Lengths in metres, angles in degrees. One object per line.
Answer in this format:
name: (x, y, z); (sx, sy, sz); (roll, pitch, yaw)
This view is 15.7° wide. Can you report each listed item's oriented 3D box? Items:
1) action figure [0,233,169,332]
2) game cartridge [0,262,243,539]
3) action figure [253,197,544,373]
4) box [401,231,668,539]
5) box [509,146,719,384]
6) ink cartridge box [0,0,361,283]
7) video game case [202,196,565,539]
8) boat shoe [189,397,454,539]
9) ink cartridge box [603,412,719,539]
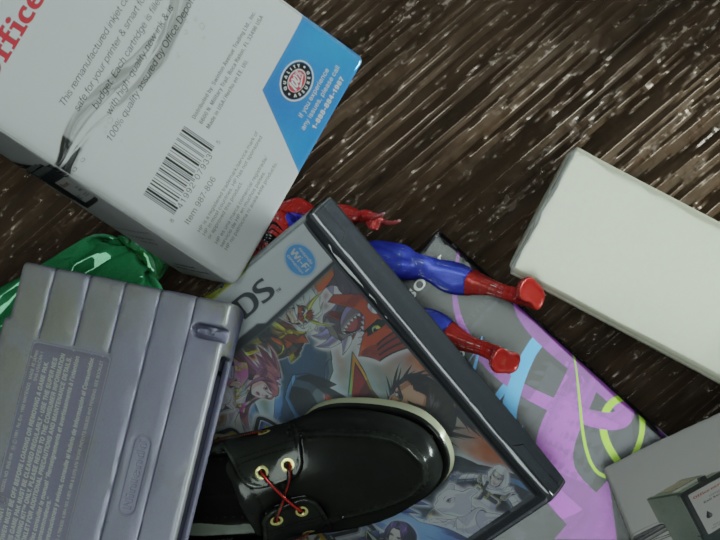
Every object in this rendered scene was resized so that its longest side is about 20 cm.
action figure: (-0.177, 0.044, 1.462); (0.200, 0.055, 0.118); (-42, 66, -4)
game cartridge: (-0.146, 0.104, 1.390); (0.129, 0.038, 0.201); (11, 81, 21)
action figure: (0.000, 0.000, 1.439); (0.199, 0.052, 0.066); (18, 87, 28)
box: (0.070, 0.096, 1.467); (0.200, 0.036, 0.143); (42, 93, 3)
box: (0.186, 0.012, 1.442); (0.199, 0.068, 0.082); (29, 93, 2)
ink cartridge box: (-0.124, -0.107, 1.399); (0.200, 0.084, 0.145); (34, 79, -23)
video game case: (-0.015, 0.086, 1.428); (0.181, 0.025, 0.200); (-38, 93, 35)
boat shoe: (-0.044, 0.117, 1.407); (0.201, 0.063, 0.074); (-10, 108, 29)
ink cartridge box: (0.208, 0.188, 1.365); (0.084, 0.200, 0.146); (-25, 114, 4)
